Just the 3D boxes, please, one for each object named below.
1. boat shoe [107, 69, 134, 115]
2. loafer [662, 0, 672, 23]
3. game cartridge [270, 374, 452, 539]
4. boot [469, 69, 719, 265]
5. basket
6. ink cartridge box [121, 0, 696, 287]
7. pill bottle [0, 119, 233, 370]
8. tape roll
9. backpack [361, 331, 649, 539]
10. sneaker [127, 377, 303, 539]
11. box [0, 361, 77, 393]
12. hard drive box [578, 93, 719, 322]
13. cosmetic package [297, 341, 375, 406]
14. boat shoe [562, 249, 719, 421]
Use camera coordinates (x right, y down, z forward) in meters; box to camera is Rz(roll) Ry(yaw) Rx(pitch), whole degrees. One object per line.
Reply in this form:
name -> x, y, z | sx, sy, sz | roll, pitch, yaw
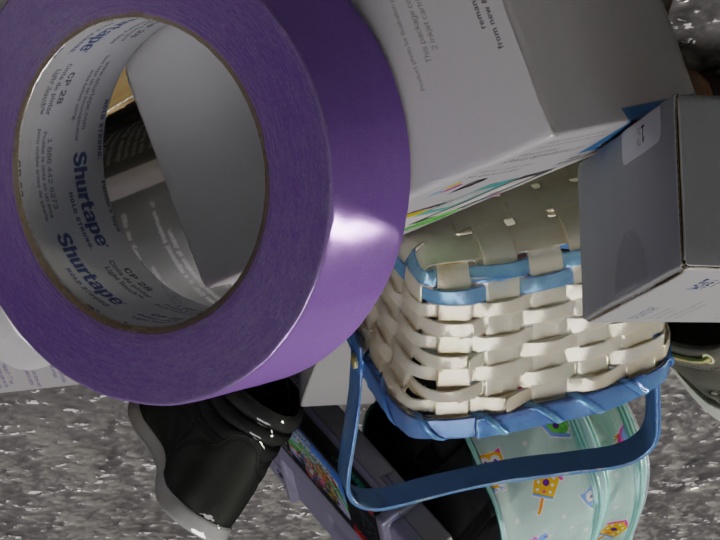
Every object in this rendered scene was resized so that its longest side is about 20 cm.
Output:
boat shoe -> -0.160, -0.079, 1.466 | 0.199, 0.077, 0.072 | -19, 151, 27
loafer -> 0.083, -0.116, 1.446 | 0.075, 0.070, 0.200 | 11, 150, -32
game cartridge -> -0.006, 0.140, 1.810 | 0.038, 0.200, 0.130 | -34, 144, -13
boot -> 0.156, -0.044, 1.611 | 0.166, 0.073, 0.200 | 8, 153, -29
basket -> 0.077, 0.035, 1.512 | 0.175, 0.139, 0.201 | -9, 127, -15
ink cartridge box -> 0.017, -0.099, 1.331 | 0.199, 0.147, 0.146 | -23, 175, 34
pill bottle -> -0.110, -0.021, 1.556 | 0.199, 0.114, 0.114 | -20, 151, 29
tape roll -> -0.078, -0.045, 1.274 | 0.200, 0.201, 0.066 | -24, 174, 34
backpack -> 0.090, 0.114, 1.816 | 0.153, 0.176, 0.200 | -20, 157, -9
sneaker -> -0.083, 0.084, 1.780 | 0.071, 0.200, 0.099 | 33, 100, -19
box -> -0.191, 0.030, 1.739 | 0.199, 0.042, 0.119 | -8, 155, -1
hard drive box -> 0.212, -0.023, 1.297 | 0.199, 0.077, 0.156 | 0, 171, -12
cosmetic package -> 0.000, 0.000, 1.662 | 0.050, 0.083, 0.200 | -3, 155, -12
boat shoe -> 0.167, 0.013, 1.644 | 0.072, 0.202, 0.060 | -38, 130, -10
